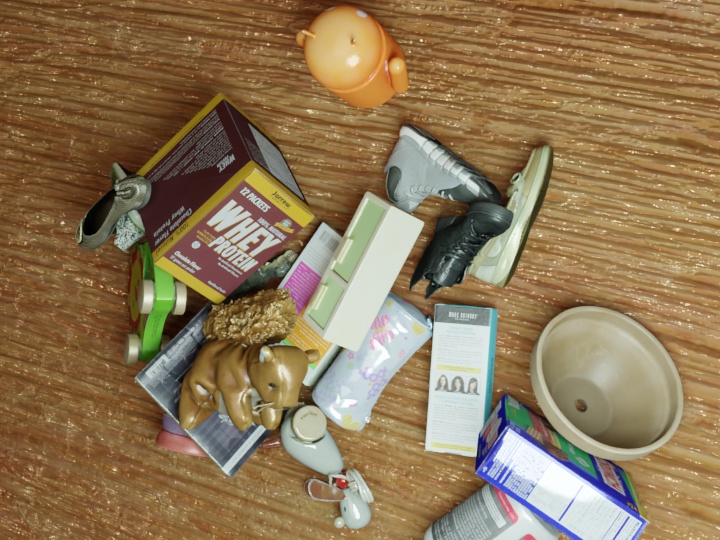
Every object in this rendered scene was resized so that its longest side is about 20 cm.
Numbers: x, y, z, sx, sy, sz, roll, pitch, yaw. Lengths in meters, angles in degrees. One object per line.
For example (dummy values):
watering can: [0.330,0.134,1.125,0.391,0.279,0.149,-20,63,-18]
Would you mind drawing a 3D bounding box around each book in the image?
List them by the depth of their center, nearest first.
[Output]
book: [-0.062,0.049,1.353,0.133,0.048,0.201,39,98,19]

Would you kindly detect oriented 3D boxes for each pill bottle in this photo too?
pill bottle: [0.154,0.364,1.214,0.199,0.111,0.111,-40,74,13]

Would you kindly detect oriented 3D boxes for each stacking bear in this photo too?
stacking bear: [-0.235,0.169,1.379,0.120,0.114,0.203,10,85,20]

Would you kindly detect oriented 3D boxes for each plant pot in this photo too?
plant pot: [0.299,0.154,1.164,0.198,0.093,0.203,8,56,-11]

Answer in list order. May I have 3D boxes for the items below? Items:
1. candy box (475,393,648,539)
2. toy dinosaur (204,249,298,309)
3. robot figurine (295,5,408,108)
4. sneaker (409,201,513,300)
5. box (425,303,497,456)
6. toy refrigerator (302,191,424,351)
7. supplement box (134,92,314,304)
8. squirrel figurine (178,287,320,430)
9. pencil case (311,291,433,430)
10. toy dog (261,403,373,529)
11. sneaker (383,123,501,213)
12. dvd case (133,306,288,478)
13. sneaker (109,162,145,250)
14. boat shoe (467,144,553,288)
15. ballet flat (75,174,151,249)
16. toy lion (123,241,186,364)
candy box: [0.245,0.253,1.135,0.199,0.169,0.077,34,100,4]
toy dinosaur: [-0.192,0.006,1.405,0.199,0.047,0.089,-32,83,19]
robot figurine: [-0.006,-0.295,1.273,0.116,0.200,0.145,-33,75,15]
sneaker: [0.132,-0.023,1.230,0.060,0.199,0.105,24,75,-19]
box: [0.140,0.150,1.267,0.081,0.049,0.203,4,88,20]
toy refrigerator: [0.000,0.000,1.258,0.202,0.069,0.076,-63,34,7]
supplement box: [-0.205,-0.104,1.326,0.197,0.133,0.201,-41,45,12]
squirrel figurine: [-0.143,0.116,1.246,0.186,0.140,0.203,-25,61,50]
pencil case: [0.017,0.129,1.297,0.090,0.083,0.201,38,99,19]
toy dog: [-0.069,0.283,1.303,0.096,0.132,0.201,-28,66,-14]
sneaker: [0.104,-0.110,1.285,0.200,0.075,0.116,46,110,37]
dvd case: [-0.206,0.175,1.324,0.200,0.016,0.149,48,63,-11]
sneaker: [-0.372,-0.099,1.422,0.088,0.077,0.200,-42,37,4]
boat shoe: [0.206,-0.079,1.249,0.063,0.073,0.203,23,102,17]
ballet flat: [-0.374,-0.087,1.343,0.199,0.046,0.068,-27,64,42]
toy lion: [-0.320,0.031,1.381,0.201,0.068,0.193,118,146,-44]
